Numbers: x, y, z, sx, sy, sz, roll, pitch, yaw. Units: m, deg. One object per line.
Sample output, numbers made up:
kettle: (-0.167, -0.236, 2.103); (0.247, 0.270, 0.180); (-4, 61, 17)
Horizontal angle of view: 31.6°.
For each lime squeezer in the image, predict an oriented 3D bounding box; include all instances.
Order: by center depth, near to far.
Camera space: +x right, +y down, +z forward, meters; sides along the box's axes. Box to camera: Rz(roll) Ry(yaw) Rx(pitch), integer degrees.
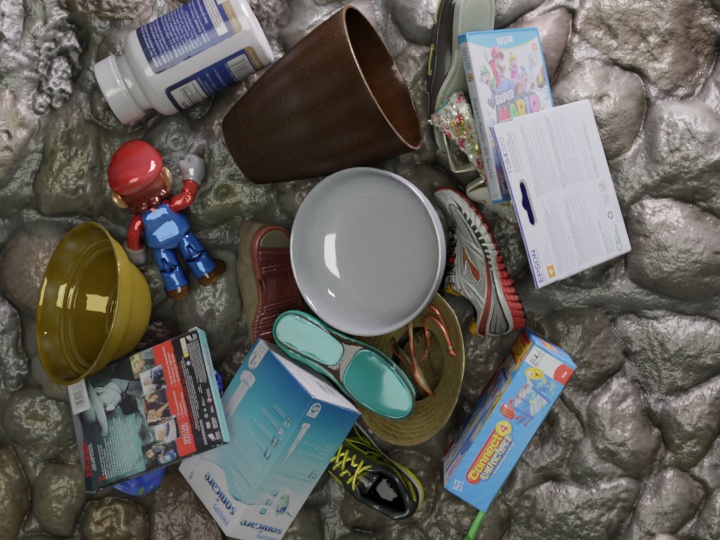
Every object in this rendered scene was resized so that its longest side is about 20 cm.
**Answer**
lime squeezer: (0.097, 0.343, 1.607); (0.200, 0.038, 0.071); (-24, 92, 4)

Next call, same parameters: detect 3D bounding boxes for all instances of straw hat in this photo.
straw hat: (0.083, 0.115, 1.564); (0.201, 0.085, 0.201); (-1, 88, 45)

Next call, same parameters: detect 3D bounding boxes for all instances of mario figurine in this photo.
mario figurine: (-0.243, -0.071, 1.587); (0.123, 0.106, 0.200); (-33, 105, -32)

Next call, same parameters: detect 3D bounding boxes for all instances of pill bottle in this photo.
pill bottle: (-0.215, -0.257, 1.542); (0.200, 0.111, 0.111); (-26, 92, 3)

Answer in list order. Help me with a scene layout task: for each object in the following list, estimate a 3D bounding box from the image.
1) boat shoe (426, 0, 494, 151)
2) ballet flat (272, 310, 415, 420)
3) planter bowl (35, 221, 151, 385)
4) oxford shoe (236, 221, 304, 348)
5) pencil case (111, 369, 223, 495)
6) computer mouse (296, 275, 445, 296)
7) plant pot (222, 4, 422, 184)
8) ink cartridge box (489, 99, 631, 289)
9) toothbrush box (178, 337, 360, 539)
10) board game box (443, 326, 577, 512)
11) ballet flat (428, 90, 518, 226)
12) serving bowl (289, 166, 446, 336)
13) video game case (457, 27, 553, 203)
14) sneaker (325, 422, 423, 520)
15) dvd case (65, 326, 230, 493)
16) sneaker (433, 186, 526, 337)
boat shoe: (0.115, -0.248, 1.555); (0.072, 0.061, 0.201); (-3, 112, -34)
ballet flat: (-0.015, 0.110, 1.543); (0.200, 0.070, 0.067); (33, 94, 5)
planter bowl: (-0.314, 0.046, 1.558); (0.083, 0.200, 0.200); (14, 96, -40)
oxford shoe: (-0.116, 0.033, 1.589); (0.070, 0.075, 0.200); (-9, 110, -31)
pencil case: (-0.248, 0.190, 1.590); (0.087, 0.078, 0.200); (34, 95, -2)
computer mouse: (0.000, 0.000, 1.583); (0.200, 0.046, 0.140); (42, 93, -1)
plant pot: (-0.058, -0.187, 1.521); (0.200, 0.187, 0.187); (-24, 93, 18)
ink cartridge box: (0.228, -0.092, 1.510); (0.043, 0.200, 0.196); (-12, 95, 48)
toothbrush box: (-0.113, 0.207, 1.537); (0.085, 0.146, 0.200); (26, 99, -41)
board game box: (0.173, 0.170, 1.512); (0.056, 0.200, 0.196); (31, 94, 1)
ballet flat: (0.146, -0.126, 1.545); (0.064, 0.076, 0.200); (-27, 111, 11)
serving bowl: (0.016, -0.024, 1.516); (0.200, 0.066, 0.200); (3, 96, 27)
video game case: (0.186, -0.189, 1.527); (0.018, 0.143, 0.200); (-10, 93, 45)
sneaker: (-0.004, 0.237, 1.580); (0.200, 0.085, 0.074); (33, 94, 0)
dvd case: (-0.260, 0.171, 1.543); (0.200, 0.022, 0.146); (-22, 71, 17)
sneaker: (0.133, -0.009, 1.562); (0.082, 0.078, 0.200); (-23, 92, 4)
